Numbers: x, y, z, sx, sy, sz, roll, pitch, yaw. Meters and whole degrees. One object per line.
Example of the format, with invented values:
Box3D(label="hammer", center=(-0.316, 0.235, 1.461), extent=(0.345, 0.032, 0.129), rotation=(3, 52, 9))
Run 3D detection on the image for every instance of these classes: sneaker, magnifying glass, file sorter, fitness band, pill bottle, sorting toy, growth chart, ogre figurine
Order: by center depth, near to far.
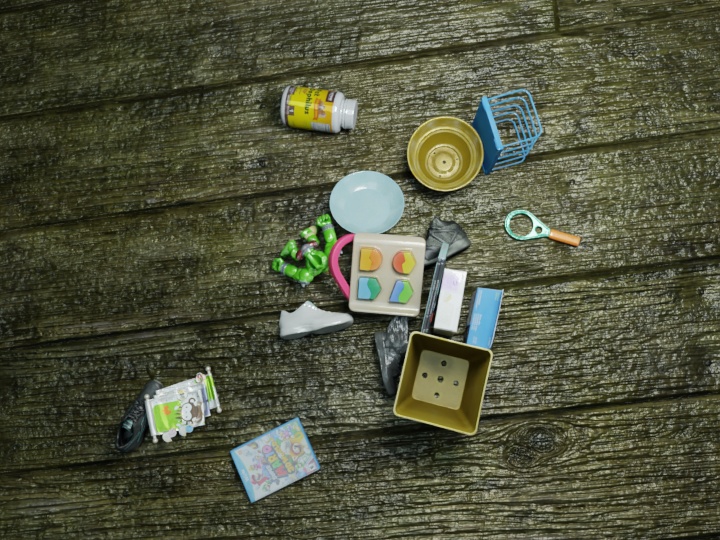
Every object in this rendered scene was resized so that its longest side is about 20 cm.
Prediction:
Box3D(label="sorting toy", center=(0.067, 0.011, 1.630), extent=(0.183, 0.036, 0.203), rotation=(5, 95, 2))
Box3D(label="file sorter", center=(0.371, -0.355, 1.650), extent=(0.121, 0.200, 0.140), rotation=(-16, 81, 0))
Box3D(label="sneaker", center=(0.098, 0.213, 1.661), extent=(0.103, 0.060, 0.202), rotation=(-14, 78, 7))
Box3D(label="fitness band", center=(0.000, 0.000, 1.676), extent=(0.143, 0.037, 0.201), rotation=(-36, 108, -14))
Box3D(label="sneaker", center=(-0.578, 0.384, 1.686), extent=(0.075, 0.079, 0.202), rotation=(22, 83, 9))
Box3D(label="growth chart", center=(-0.465, 0.357, 1.687), extent=(0.198, 0.018, 0.146), rotation=(-21, 82, -17))
Box3D(label="sneaker", center=(0.181, -0.069, 1.689), extent=(0.198, 0.076, 0.115), rotation=(-28, 79, -3))
Box3D(label="sneaker", center=(-0.119, 0.121, 1.692), extent=(0.198, 0.075, 0.089), rotation=(-9, 70, 5))
Box3D(label="magnifying glass", center=(0.477, -0.104, 1.694), extent=(0.198, 0.022, 0.080), rotation=(18, 84, 6))
Box3D(label="ogre figurine", center=(-0.133, -0.041, 1.701), extent=(0.199, 0.098, 0.120), rotation=(-34, 69, -12))
Box3D(label="pill bottle", center=(-0.111, -0.435, 1.746), extent=(0.198, 0.109, 0.111), rotation=(8, 83, 6))

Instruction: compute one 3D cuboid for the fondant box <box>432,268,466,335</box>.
Box3D(label="fondant box", center=(0.220, 0.083, 1.599), extent=(0.058, 0.200, 0.146), rotation=(10, 82, 6))

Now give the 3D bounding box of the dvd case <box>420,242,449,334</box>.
Box3D(label="dvd case", center=(0.186, 0.045, 1.598), extent=(0.022, 0.146, 0.202), rotation=(14, 109, 7))

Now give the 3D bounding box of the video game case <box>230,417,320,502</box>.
Box3D(label="video game case", center=(-0.222, 0.491, 1.671), extent=(0.198, 0.018, 0.144), rotation=(-26, 81, 1))

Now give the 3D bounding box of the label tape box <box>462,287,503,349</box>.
Box3D(label="label tape box", center=(0.300, 0.120, 1.586), extent=(0.065, 0.200, 0.145), rotation=(12, 83, 8))

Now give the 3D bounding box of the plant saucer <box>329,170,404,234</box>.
Box3D(label="plant saucer", center=(0.017, -0.173, 1.716), extent=(0.198, 0.039, 0.203), rotation=(1, 63, -1))

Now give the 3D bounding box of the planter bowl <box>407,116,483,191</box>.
Box3D(label="planter bowl", center=(0.224, -0.299, 1.711), extent=(0.198, 0.083, 0.203), rotation=(-1, 82, 5))

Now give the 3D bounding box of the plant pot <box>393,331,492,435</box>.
Box3D(label="plant pot", center=(0.200, 0.271, 1.585), extent=(0.198, 0.176, 0.202), rotation=(13, 85, 6))
